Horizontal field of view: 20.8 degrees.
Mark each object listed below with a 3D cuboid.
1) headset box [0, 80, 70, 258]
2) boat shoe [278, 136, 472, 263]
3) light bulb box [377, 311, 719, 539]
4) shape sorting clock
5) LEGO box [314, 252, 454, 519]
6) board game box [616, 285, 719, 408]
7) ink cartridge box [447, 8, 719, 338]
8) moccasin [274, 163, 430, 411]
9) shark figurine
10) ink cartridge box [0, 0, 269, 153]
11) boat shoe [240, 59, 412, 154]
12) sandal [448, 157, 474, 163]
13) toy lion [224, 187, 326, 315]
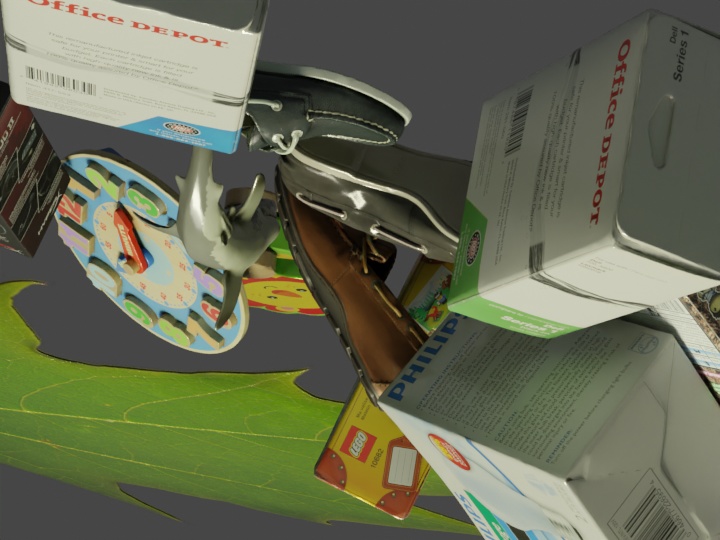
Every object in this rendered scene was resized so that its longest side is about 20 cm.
[{"bbox_3d":[-0.310,-0.096,1.428,0.148,0.077,0.200,20,163,11],"label":"headset box"},{"bbox_3d":[0.036,-0.046,1.350,0.199,0.067,0.057,26,144,6],"label":"boat shoe"},{"bbox_3d":[0.151,0.128,1.331,0.200,0.125,0.198,17,150,53],"label":"light bulb box"},{"bbox_3d":[-0.169,-0.011,1.544,0.200,0.039,0.200,33,147,24],"label":"shape sorting clock"},{"bbox_3d":[0.041,0.081,1.500,0.077,0.201,0.149,26,176,1],"label":"LEGO box"},{"bbox_3d":[0.242,0.040,1.295,0.200,0.097,0.159,50,162,-25],"label":"board game box"},{"bbox_3d":[0.141,-0.051,1.168,0.084,0.147,0.200,18,163,-22],"label":"ink cartridge box"},{"bbox_3d":[0.000,-0.001,1.407,0.078,0.202,0.074,-28,159,-4],"label":"moccasin"},{"bbox_3d":[-0.121,-0.047,1.388,0.089,0.129,0.215,16,158,16],"label":"shark figurine"},{"bbox_3d":[-0.128,-0.151,1.146,0.146,0.086,0.200,13,162,-4],"label":"ink cartridge box"},{"bbox_3d":[-0.067,-0.106,1.285,0.199,0.061,0.076,14,165,-2],"label":"boat shoe"},{"bbox_3d":[0.115,-0.029,1.421,0.200,0.048,0.075,27,157,-35],"label":"sandal"},{"bbox_3d":[-0.062,-0.001,1.629,0.191,0.069,0.200,14,164,-27],"label":"toy lion"}]
